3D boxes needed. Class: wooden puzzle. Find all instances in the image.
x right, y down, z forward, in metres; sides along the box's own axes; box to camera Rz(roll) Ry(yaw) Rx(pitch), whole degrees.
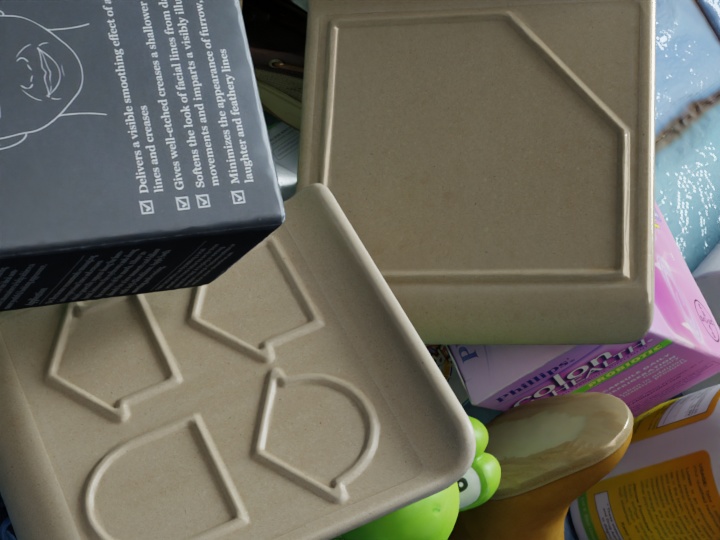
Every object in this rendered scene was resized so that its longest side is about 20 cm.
[{"bbox_3d":[-0.070,0.066,0.749,0.199,0.046,0.186,-24,51,-9],"label":"wooden puzzle"},{"bbox_3d":[0.059,-0.062,0.833,0.037,0.183,0.202,37,53,-73],"label":"wooden puzzle"}]

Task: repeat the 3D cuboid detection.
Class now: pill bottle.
[{"bbox_3d":[0.226,0.123,0.973,0.110,0.200,0.112,12,66,-30],"label":"pill bottle"}]

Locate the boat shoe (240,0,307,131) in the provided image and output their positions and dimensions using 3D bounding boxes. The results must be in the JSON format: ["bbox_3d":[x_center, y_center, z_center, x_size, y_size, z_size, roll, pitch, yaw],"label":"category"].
[{"bbox_3d":[-0.074,-0.148,0.923,0.199,0.072,0.072,30,52,0],"label":"boat shoe"}]

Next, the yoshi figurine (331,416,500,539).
[{"bbox_3d":[-0.030,0.123,0.792,0.112,0.199,0.113,-101,164,-50],"label":"yoshi figurine"}]

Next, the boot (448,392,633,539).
[{"bbox_3d":[0.094,0.154,0.870,0.144,0.200,0.071,50,35,-17],"label":"boot"}]

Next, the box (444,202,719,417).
[{"bbox_3d":[0.110,-0.012,0.937,0.200,0.096,0.177,17,45,-58],"label":"box"}]

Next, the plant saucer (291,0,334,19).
[{"bbox_3d":[0.009,-0.181,0.961,0.199,0.050,0.200,28,21,-12],"label":"plant saucer"}]

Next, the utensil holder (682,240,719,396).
[{"bbox_3d":[0.322,0.015,1.105,0.200,0.170,0.171,-41,97,-35],"label":"utensil holder"}]

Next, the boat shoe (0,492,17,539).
[{"bbox_3d":[-0.162,0.110,0.774,0.068,0.084,0.201,26,57,11],"label":"boat shoe"}]

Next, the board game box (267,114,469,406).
[{"bbox_3d":[0.000,0.000,0.963,0.153,0.040,0.201,-36,95,-38],"label":"board game box"}]

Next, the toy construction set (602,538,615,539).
[{"bbox_3d":[0.172,0.258,0.953,0.131,0.092,0.201,-38,92,-24],"label":"toy construction set"}]

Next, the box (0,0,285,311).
[{"bbox_3d":[-0.152,-0.065,0.693,0.198,0.107,0.150,-7,78,-26],"label":"box"}]
